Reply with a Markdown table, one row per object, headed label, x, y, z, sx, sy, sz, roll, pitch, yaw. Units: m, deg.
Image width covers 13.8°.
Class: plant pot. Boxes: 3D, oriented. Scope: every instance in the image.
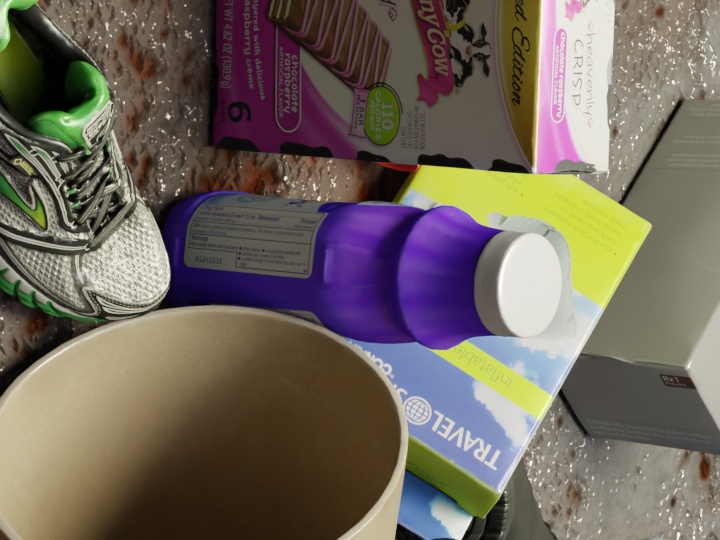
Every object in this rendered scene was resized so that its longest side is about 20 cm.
| label | x | y | z | sx | sy | sz | roll | pitch | yaw |
| --- | --- | --- | --- | --- | --- | --- | --- | --- | --- |
| plant pot | -0.067 | 0.152 | 1.340 | 0.187 | 0.187 | 0.200 | -42 | 141 | -38 |

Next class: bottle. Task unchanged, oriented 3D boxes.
| label | x | y | z | sx | sy | sz | roll | pitch | yaw |
| --- | --- | --- | --- | --- | --- | --- | --- | --- | --- |
| bottle | 0.000 | 0.000 | 1.365 | 0.083 | 0.200 | 0.066 | 7 | 88 | -48 |

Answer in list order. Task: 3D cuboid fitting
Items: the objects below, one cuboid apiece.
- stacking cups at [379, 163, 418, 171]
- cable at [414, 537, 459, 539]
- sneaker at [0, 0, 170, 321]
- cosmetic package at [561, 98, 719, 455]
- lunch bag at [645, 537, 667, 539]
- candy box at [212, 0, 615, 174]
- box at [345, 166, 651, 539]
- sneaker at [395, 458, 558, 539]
| label | x | y | z | sx | sy | sz | roll | pitch | yaw |
| --- | --- | --- | --- | --- | --- | --- | --- | --- | --- |
| stacking cups | 0.051 | -0.146 | 1.519 | 0.060 | 0.060 | 0.201 | 33 | 71 | -47 |
| cable | 0.019 | 0.218 | 1.373 | 0.051 | 0.163 | 0.200 | 13 | 51 | -15 |
| sneaker | -0.137 | -0.048 | 1.286 | 0.078 | 0.085 | 0.200 | -58 | 134 | -27 |
| cosmetic package | 0.197 | 0.001 | 1.672 | 0.200 | 0.107 | 0.090 | -58 | 134 | -25 |
| lunch bag | 0.170 | 0.252 | 1.698 | 0.160 | 0.075 | 0.201 | -14 | 106 | -50 |
| candy box | 0.022 | -0.117 | 1.376 | 0.061 | 0.200 | 0.137 | -4 | 98 | -50 |
| box | 0.048 | 0.028 | 1.496 | 0.122 | 0.048 | 0.200 | 32 | 63 | -1 |
| sneaker | 0.066 | 0.142 | 1.572 | 0.091 | 0.076 | 0.201 | -38 | 129 | -52 |
